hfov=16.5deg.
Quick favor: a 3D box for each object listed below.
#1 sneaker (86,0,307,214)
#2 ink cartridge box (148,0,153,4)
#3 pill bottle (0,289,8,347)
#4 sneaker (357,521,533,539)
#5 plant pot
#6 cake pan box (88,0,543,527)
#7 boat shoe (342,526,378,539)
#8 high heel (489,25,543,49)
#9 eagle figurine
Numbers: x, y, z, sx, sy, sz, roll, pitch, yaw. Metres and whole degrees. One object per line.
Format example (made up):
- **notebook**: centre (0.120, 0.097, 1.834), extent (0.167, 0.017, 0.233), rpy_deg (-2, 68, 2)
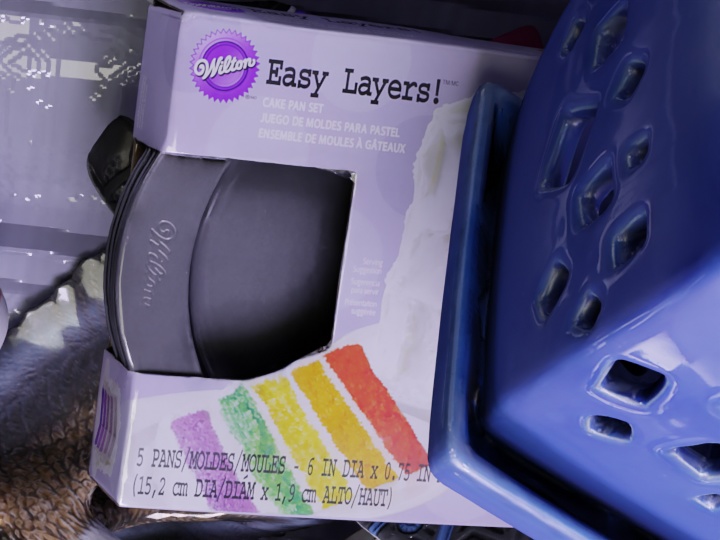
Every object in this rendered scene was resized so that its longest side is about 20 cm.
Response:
- **sneaker**: centre (-0.066, -0.014, 0.983), extent (0.099, 0.070, 0.201), rpy_deg (20, 90, -4)
- **ink cartridge box**: centre (-0.103, -0.179, 0.849), extent (0.200, 0.162, 0.057), rpy_deg (35, 73, -24)
- **pill bottle**: centre (-0.221, -0.041, 0.956), extent (0.111, 0.112, 0.201), rpy_deg (-16, 119, 8)
- **sneaker**: centre (0.077, 0.107, 1.036), extent (0.199, 0.076, 0.077), rpy_deg (18, 164, 21)
- **plant pot**: centre (0.135, 0.006, 0.836), extent (0.199, 0.201, 0.180), rpy_deg (30, 135, -25)
- **cake pan box**: centre (0.000, 0.000, 0.930), extent (0.199, 0.052, 0.185), rpy_deg (7, 96, -21)
- **boat shoe**: centre (-0.032, 0.184, 1.085), extent (0.075, 0.075, 0.202), rpy_deg (38, 111, -21)
- **high heel**: centre (0.080, -0.006, 1.030), extent (0.096, 0.067, 0.200), rpy_deg (-43, 132, -7)
- **eagle figurine**: centre (-0.117, 0.092, 1.055), extent (0.151, 0.200, 0.152), rpy_deg (52, 153, 7)
